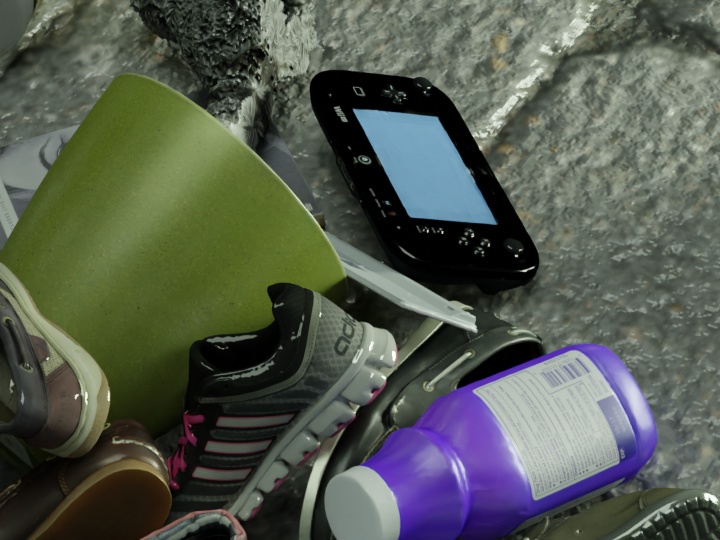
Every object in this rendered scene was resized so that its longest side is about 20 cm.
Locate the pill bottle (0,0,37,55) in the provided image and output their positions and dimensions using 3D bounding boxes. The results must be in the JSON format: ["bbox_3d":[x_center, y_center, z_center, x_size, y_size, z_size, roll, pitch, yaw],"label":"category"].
[{"bbox_3d":[-0.259,-0.246,1.944,0.110,0.112,0.201,3,45,9],"label":"pill bottle"}]

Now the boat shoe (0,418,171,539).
[{"bbox_3d":[-0.185,0.157,1.522,0.199,0.070,0.070,-36,31,5],"label":"boat shoe"}]

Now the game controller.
[{"bbox_3d":[0.037,-0.058,1.750,0.104,0.042,0.200,12,33,-33],"label":"game controller"}]

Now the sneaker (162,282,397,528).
[{"bbox_3d":[-0.076,0.082,1.551,0.200,0.087,0.074,-44,17,10],"label":"sneaker"}]

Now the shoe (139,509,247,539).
[{"bbox_3d":[-0.131,0.208,1.472,0.071,0.091,0.200,31,55,33],"label":"shoe"}]

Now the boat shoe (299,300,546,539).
[{"bbox_3d":[0.033,0.092,1.590,0.067,0.072,0.200,21,47,26],"label":"boat shoe"}]

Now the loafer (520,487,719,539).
[{"bbox_3d":[0.105,0.175,1.509,0.199,0.076,0.070,-24,15,-16],"label":"loafer"}]

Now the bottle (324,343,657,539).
[{"bbox_3d":[0.070,0.103,1.539,0.199,0.065,0.084,-20,73,-37],"label":"bottle"}]

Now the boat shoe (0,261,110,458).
[{"bbox_3d":[-0.213,0.035,1.525,0.200,0.065,0.072,37,102,39],"label":"boat shoe"}]

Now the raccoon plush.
[{"bbox_3d":[-0.116,-0.150,1.830,0.133,0.097,0.200,-2,35,23],"label":"raccoon plush"}]

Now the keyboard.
[{"bbox_3d":[0.000,0.000,1.661,0.056,0.011,0.200,13,8,-30],"label":"keyboard"}]

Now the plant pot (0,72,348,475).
[{"bbox_3d":[-0.141,0.023,1.624,0.187,0.187,0.200,32,72,33],"label":"plant pot"}]

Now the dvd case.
[{"bbox_3d":[-0.140,-0.050,1.797,0.199,0.016,0.149,-18,45,-12],"label":"dvd case"}]
